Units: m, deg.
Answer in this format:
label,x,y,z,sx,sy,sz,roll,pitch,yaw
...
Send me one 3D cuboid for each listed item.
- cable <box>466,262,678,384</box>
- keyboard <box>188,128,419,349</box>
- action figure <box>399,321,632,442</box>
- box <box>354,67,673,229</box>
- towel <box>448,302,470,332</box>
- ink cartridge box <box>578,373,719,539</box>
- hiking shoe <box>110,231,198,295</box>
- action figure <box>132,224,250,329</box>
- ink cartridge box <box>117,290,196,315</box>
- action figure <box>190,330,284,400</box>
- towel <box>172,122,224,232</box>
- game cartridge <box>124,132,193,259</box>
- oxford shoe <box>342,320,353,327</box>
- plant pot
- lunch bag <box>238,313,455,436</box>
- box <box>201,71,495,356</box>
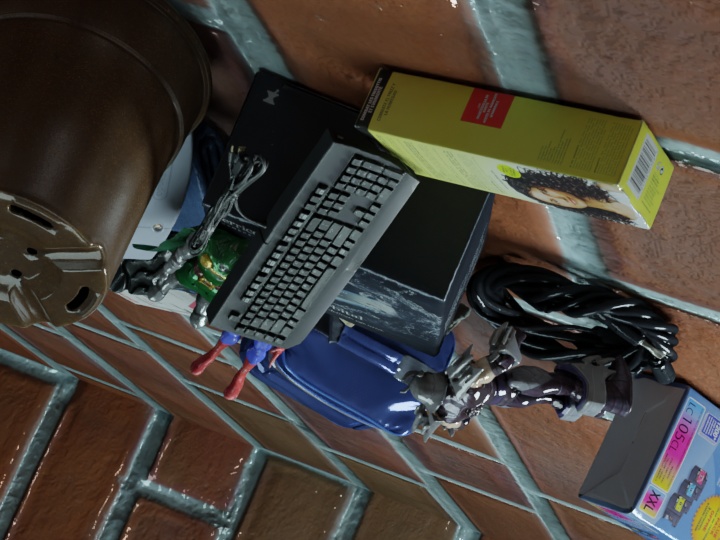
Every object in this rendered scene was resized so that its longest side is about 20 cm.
label,x,y,z,sx,sy,sz,roll,pitch,yaw
cable,0.176,0.044,1.623,0.200,0.051,0.163,18,166,23
keyboard,-0.056,-0.024,1.322,0.127,0.021,0.200,22,129,-17
action figure,0.122,0.096,1.562,0.200,0.070,0.130,4,154,-26
box,0.100,-0.082,1.242,0.200,0.050,0.075,16,165,33
towel,0.000,0.000,1.639,0.200,0.035,0.193,28,-169,6
ink cartridge box,0.318,0.202,1.823,0.076,0.137,0.200,17,167,48
hiking shoe,-0.133,-0.009,1.684,0.200,0.075,0.087,13,-161,-5
action figure,-0.117,0.002,1.451,0.118,0.055,0.200,30,162,-8
ink cartridge box,-0.214,-0.015,1.994,0.200,0.083,0.146,9,162,48
action figure,-0.091,0.048,1.759,0.065,0.052,0.200,40,129,1
towel,-0.195,-0.095,1.650,0.200,0.049,0.112,14,131,36
game cartridge,-0.203,-0.088,1.514,0.133,0.041,0.200,6,137,-11
oxford shoe,-0.081,-0.009,1.772,0.200,0.074,0.071,23,-171,5
plant pot,-0.222,-0.081,1.322,0.200,0.199,0.200,8,141,6
lunch bag,-0.015,0.071,1.876,0.200,0.136,0.132,30,165,-25
box,-0.007,-0.039,1.458,0.196,0.118,0.200,22,166,6
